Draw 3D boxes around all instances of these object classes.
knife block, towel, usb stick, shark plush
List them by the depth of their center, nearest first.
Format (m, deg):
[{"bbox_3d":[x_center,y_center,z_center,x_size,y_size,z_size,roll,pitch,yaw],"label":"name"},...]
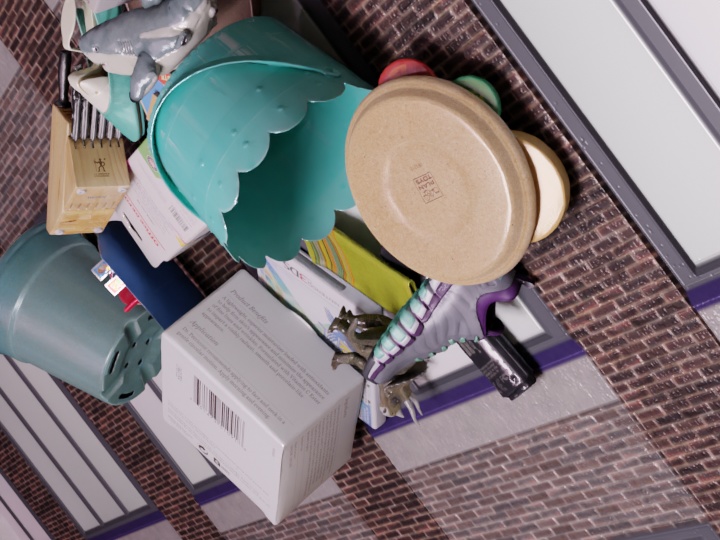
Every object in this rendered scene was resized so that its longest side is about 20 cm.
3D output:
[{"bbox_3d":[-0.181,-0.234,1.536,0.083,0.091,0.200,46,139,-7],"label":"shark plush"},{"bbox_3d":[0.093,0.039,1.619,0.200,0.033,0.055,50,150,5],"label":"usb stick"},{"bbox_3d":[0.000,0.000,1.688,0.200,0.018,0.086,35,160,45],"label":"towel"},{"bbox_3d":[-0.313,-0.153,1.902,0.200,0.064,0.176,134,129,-59],"label":"knife block"}]

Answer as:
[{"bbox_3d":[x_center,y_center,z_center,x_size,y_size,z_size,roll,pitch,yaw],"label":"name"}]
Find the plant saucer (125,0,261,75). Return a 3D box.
[{"bbox_3d":[-0.157,-0.268,1.593,0.200,0.034,0.201,29,133,36],"label":"plant saucer"}]

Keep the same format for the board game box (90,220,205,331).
[{"bbox_3d":[-0.249,0.029,2.010,0.200,0.039,0.158,50,-162,-2],"label":"board game box"}]

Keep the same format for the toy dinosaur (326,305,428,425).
[{"bbox_3d":[0.023,0.075,1.705,0.102,0.077,0.200,15,153,10],"label":"toy dinosaur"}]

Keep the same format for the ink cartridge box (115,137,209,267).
[{"bbox_3d":[-0.210,-0.086,1.891,0.117,0.067,0.200,56,152,-1],"label":"ink cartridge box"}]

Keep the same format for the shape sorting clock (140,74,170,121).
[{"bbox_3d":[-0.166,-0.193,1.696,0.200,0.039,0.200,27,132,35],"label":"shape sorting clock"}]

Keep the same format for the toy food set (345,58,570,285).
[{"bbox_3d":[0.070,-0.081,1.438,0.198,0.049,0.200,49,136,4],"label":"toy food set"}]

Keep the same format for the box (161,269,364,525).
[{"bbox_3d":[-0.114,0.144,1.906,0.199,0.131,0.200,41,151,20],"label":"box"}]

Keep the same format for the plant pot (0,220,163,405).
[{"bbox_3d":[-0.358,0.066,2.187,0.196,0.200,0.200,30,147,23],"label":"plant pot"}]

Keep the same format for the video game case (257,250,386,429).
[{"bbox_3d":[-0.045,0.064,1.871,0.182,0.022,0.200,35,149,29],"label":"video game case"}]

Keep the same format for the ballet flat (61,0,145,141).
[{"bbox_3d":[-0.278,-0.227,1.772,0.067,0.070,0.201,23,126,55],"label":"ballet flat"}]

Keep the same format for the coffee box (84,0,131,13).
[{"bbox_3d":[-0.217,-0.347,1.523,0.114,0.080,0.200,51,141,15],"label":"coffee box"}]

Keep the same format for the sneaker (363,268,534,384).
[{"bbox_3d":[0.078,0.056,1.563,0.087,0.074,0.200,36,129,0],"label":"sneaker"}]

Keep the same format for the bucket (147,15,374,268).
[{"bbox_3d":[-0.085,-0.120,1.527,0.135,0.207,0.207,44,152,25],"label":"bucket"}]
